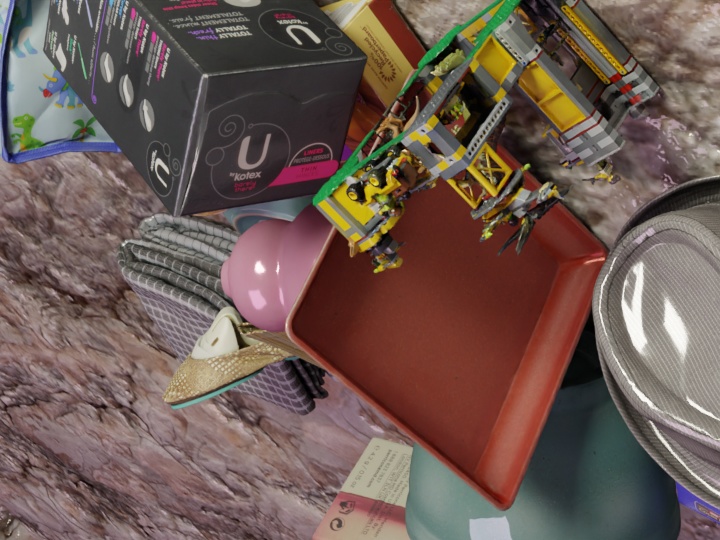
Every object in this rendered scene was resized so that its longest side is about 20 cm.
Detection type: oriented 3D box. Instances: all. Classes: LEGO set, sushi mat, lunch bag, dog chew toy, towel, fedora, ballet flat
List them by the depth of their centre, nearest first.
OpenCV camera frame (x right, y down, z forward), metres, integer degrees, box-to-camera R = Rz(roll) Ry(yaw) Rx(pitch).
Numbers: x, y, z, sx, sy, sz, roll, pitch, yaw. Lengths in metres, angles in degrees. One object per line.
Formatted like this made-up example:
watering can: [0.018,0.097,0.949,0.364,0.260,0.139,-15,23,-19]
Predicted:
fedora: [0.200,0.041,0.897,0.176,0.090,0.201,-37,69,29]
LEGO set: [0.078,-0.066,0.925,0.116,0.200,0.153,45,135,-11]
dog chew toy: [0.000,0.000,1.125,0.198,0.125,0.125,-3,139,17]
lunch bag: [-0.237,-0.198,1.199,0.170,0.126,0.202,30,125,56]
sushi mat: [-0.005,0.070,1.325,0.095,0.012,0.200,-8,158,31]
ballet flat: [-0.083,0.052,1.375,0.071,0.198,0.066,-114,2,-74]
towel: [-0.122,0.044,1.510,0.199,0.086,0.166,19,148,41]

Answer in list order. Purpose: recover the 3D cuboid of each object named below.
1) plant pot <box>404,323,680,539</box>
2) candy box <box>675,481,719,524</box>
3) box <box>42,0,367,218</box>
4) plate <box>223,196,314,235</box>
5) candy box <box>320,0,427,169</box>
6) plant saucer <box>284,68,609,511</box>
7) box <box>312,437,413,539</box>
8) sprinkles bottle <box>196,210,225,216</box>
plant pot: [0.128,0.116,1.156,0.199,0.199,0.136,18,120,42]
candy box: [0.278,0.103,1.013,0.168,0.077,0.201,27,153,33]
box: [-0.104,-0.138,1.037,0.200,0.121,0.107,49,136,38]
plate: [-0.031,-0.023,1.250,0.198,0.026,0.200,20,166,5]
candy box: [-0.020,-0.118,1.126,0.117,0.057,0.199,52,153,-21]
plant saucer: [0.052,0.014,1.012,0.199,0.201,0.037,40,151,-26]
box: [0.082,0.229,1.270,0.198,0.109,0.129,12,140,32]
sprinkles bottle: [-0.139,-0.108,1.218,0.069,0.068,0.200,59,175,-33]
